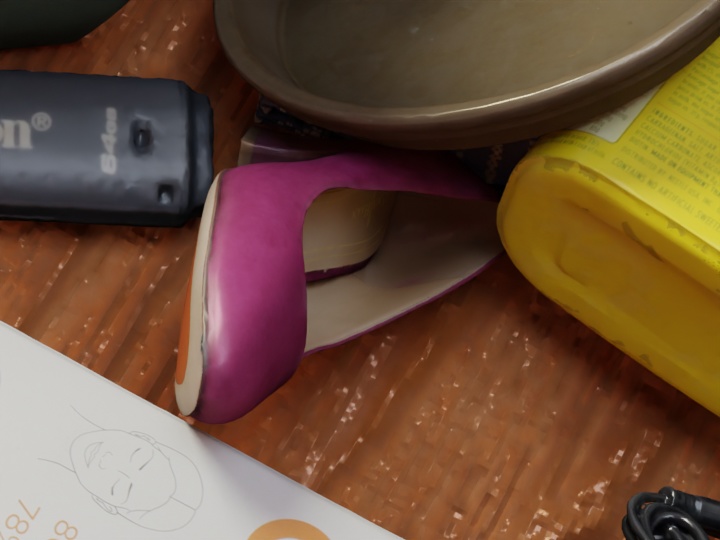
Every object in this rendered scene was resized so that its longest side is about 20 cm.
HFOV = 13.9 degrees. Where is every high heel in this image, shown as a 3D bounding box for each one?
[{"bbox_3d":[0.000,0.000,0.901,0.096,0.068,0.200,12,25,2],"label":"high heel"}]

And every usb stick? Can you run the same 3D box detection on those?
[{"bbox_3d":[-0.147,-0.043,0.957,0.199,0.033,0.056,3,61,-12],"label":"usb stick"}]

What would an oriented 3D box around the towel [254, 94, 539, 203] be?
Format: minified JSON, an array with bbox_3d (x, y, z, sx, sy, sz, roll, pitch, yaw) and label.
[{"bbox_3d":[0.074,-0.079,1.034,0.199,0.024,0.145,19,59,-3],"label":"towel"}]

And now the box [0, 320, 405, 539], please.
[{"bbox_3d":[-0.103,0.100,0.852,0.200,0.098,0.125,28,59,4],"label":"box"}]

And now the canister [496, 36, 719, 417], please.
[{"bbox_3d":[0.154,-0.051,0.975,0.148,0.087,0.200,35,59,10],"label":"canister"}]

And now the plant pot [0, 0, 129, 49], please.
[{"bbox_3d":[-0.124,-0.156,0.926,0.141,0.200,0.142,-7,63,-16],"label":"plant pot"}]

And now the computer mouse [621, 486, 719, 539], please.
[{"bbox_3d":[0.163,0.133,0.922,0.199,0.046,0.141,15,25,-29],"label":"computer mouse"}]

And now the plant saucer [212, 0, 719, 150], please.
[{"bbox_3d":[0.049,-0.105,0.967,0.199,0.030,0.200,-13,39,11],"label":"plant saucer"}]
